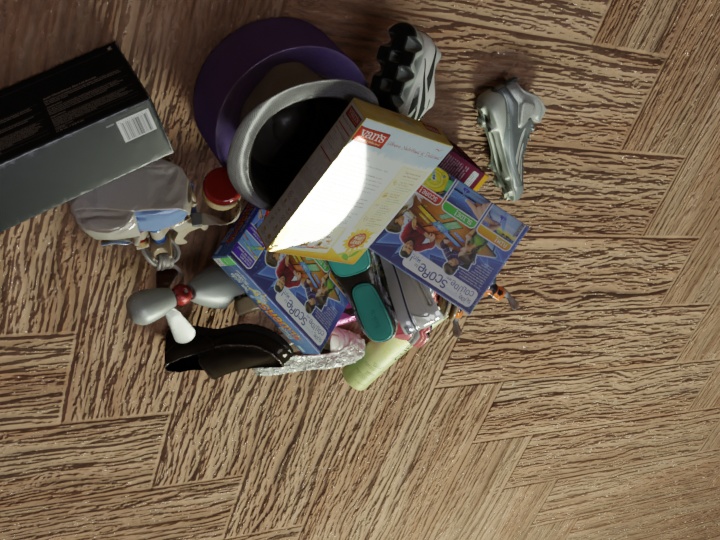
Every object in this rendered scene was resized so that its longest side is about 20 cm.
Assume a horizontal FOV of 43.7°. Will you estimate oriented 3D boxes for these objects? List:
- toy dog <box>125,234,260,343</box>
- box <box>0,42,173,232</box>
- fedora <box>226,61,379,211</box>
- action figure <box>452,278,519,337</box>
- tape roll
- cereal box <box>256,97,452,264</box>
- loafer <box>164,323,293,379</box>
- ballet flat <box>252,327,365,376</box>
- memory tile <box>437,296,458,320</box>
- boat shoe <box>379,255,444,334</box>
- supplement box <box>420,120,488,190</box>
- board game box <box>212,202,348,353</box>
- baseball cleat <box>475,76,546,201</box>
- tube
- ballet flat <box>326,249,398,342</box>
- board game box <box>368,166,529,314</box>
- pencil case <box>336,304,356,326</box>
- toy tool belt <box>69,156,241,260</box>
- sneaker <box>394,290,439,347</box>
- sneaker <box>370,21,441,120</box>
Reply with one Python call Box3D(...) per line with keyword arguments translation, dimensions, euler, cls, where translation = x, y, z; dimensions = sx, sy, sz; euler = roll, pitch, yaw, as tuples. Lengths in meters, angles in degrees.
Box3D(translation=(-0.220, 0.029, 1.191), dimensions=(0.200, 0.132, 0.096), euler=(9, 159, -32), cls="toy dog")
Box3D(translation=(-0.318, -0.143, 0.943), dimensions=(0.200, 0.141, 0.079), euler=(-27, 138, -10), cls="box")
Box3D(translation=(-0.073, -0.159, 0.999), dimensions=(0.177, 0.090, 0.200), euler=(-17, 145, -16), cls="fedora")
Box3D(translation=(0.140, 0.022, 1.439), dimensions=(0.200, 0.105, 0.194), euler=(-17, 134, 20), cls="action figure")
Box3D(translation=(-0.094, -0.195, 1.085), dimensions=(0.200, 0.085, 0.200), euler=(-17, 134, -19), cls="tape roll")
Box3D(translation=(-0.007, -0.093, 1.016), dimensions=(0.144, 0.040, 0.200), euler=(10, 130, -45), cls="cereal box")
Box3D(translation=(-0.183, 0.120, 1.227), dimensions=(0.200, 0.071, 0.073), euler=(-2, 144, 26), cls="loafer")
Box3D(translation=(-0.073, 0.117, 1.370), dimensions=(0.200, 0.072, 0.072), euler=(-9, 130, -29), cls="ballet flat")
Box3D(translation=(0.133, -0.016, 1.255), dimensions=(0.017, 0.200, 0.154), euler=(14, 98, -2), cls="memory tile")
Box3D(translation=(0.064, -0.016, 1.203), dimensions=(0.070, 0.200, 0.071), euler=(-19, 154, 9), cls="boat shoe")
Box3D(translation=(0.065, -0.146, 1.225), dimensions=(0.200, 0.086, 0.110), euler=(26, 110, -44), cls="supplement box")
Box3D(translation=(-0.092, -0.003, 1.194), dimensions=(0.200, 0.034, 0.135), euler=(51, 54, -31), cls="board game box")
Box3D(translation=(0.230, -0.189, 1.308), dimensions=(0.106, 0.070, 0.200), euler=(-31, 137, -6), cls="baseball cleat")
Box3D(translation=(0.049, 0.114, 1.435), dimensions=(0.200, 0.052, 0.058), euler=(-45, 161, 25), cls="tube")
Box3D(translation=(0.000, 0.000, 1.218), dimensions=(0.072, 0.072, 0.201), euler=(-26, 109, -12), cls="ballet flat")
Box3D(translation=(0.091, -0.054, 1.131), dimensions=(0.200, 0.034, 0.135), euler=(34, 96, -4), cls="board game box")
Box3D(translation=(-0.017, 0.047, 1.330), dimensions=(0.200, 0.094, 0.091), euler=(-19, 149, -16), cls="pencil case")
Box3D(translation=(-0.241, -0.078, 1.067), dimensions=(0.200, 0.125, 0.123), euler=(-4, 164, -10), cls="toy tool belt")
Box3D(translation=(0.073, 0.014, 1.259), dimensions=(0.087, 0.074, 0.200), euler=(13, 111, -2), cls="sneaker")
Box3D(translation=(0.046, -0.185, 1.075), dimensions=(0.088, 0.074, 0.200), euler=(10, 107, -51), cls="sneaker")
